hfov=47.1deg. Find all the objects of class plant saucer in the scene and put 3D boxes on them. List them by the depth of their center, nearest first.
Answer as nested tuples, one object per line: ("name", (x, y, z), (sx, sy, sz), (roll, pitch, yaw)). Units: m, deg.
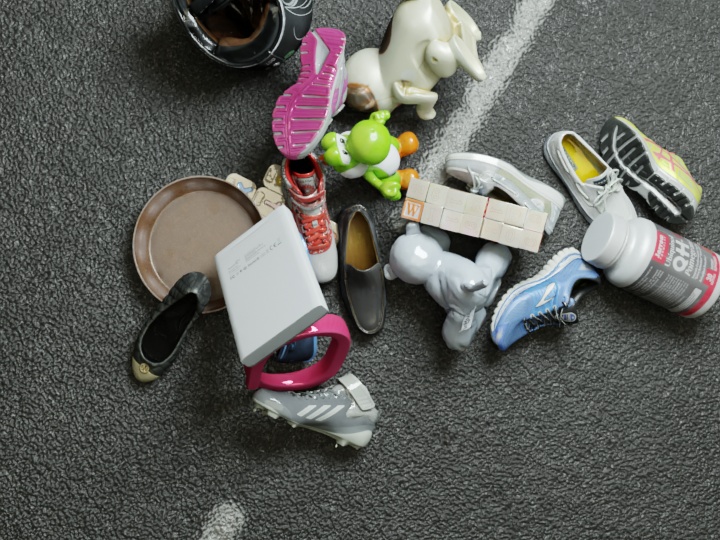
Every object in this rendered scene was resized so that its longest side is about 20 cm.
("plant saucer", (-0.234, -0.037, 1.218), (0.198, 0.034, 0.202), (0, 85, 0))

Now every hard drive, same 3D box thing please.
("hard drive", (-0.125, 0.017, 1.112), (0.131, 0.201, 0.027), (-35, 136, 12))

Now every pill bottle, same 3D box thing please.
("pill bottle", (0.441, -0.013, 1.257), (0.199, 0.111, 0.112), (23, 85, -13))

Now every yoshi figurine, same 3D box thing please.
("yoshi figurine", (0.029, -0.166, 1.179), (0.112, 0.199, 0.112), (44, 112, 26))

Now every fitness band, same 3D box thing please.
("fitness band", (-0.089, 0.122, 1.158), (0.142, 0.200, 0.038), (-6, 61, -19))

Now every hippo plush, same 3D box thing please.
("hippo plush", (0.113, 0.019, 1.214), (0.160, 0.200, 0.160), (26, 116, 14))

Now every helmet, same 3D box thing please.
("helmet", (-0.161, -0.388, 1.177), (0.198, 0.191, 0.202), (3, 119, 6))

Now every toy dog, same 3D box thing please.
("toy dog", (0.059, -0.302, 1.210), (0.193, 0.199, 0.141), (29, 42, -40))

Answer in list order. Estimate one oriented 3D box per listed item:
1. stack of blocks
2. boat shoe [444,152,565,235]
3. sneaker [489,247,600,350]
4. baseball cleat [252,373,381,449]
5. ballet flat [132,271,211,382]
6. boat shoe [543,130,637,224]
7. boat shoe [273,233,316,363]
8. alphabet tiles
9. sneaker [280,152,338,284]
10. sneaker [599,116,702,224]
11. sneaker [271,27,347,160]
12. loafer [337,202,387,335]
("stack of blocks", (0.169, -0.080, 1.202), (0.198, 0.115, 0.059), (17, 97, 12))
("boat shoe", (0.217, -0.122, 1.268), (0.201, 0.074, 0.065), (25, 80, -12))
("sneaker", (0.280, 0.053, 1.246), (0.200, 0.079, 0.089), (-40, 51, -7))
("baseball cleat", (-0.060, 0.189, 1.206), (0.199, 0.070, 0.107), (27, 86, -30))
("ballet flat", (-0.277, 0.083, 1.177), (0.066, 0.057, 0.201), (32, 112, -4))
("boat shoe", (0.369, -0.136, 1.277), (0.074, 0.086, 0.203), (-37, 94, -6))
("boat shoe", (-0.103, 0.044, 1.190), (0.068, 0.084, 0.202), (-11, 104, -21))
("alphabet tiles", (-0.136, -0.055, 1.250), (0.194, 0.015, 0.201), (27, 84, -5))
("sneaker", (-0.075, -0.079, 1.197), (0.067, 0.108, 0.203), (-12, 88, -7))
("sneaker", (0.460, -0.165, 1.306), (0.090, 0.078, 0.200), (-33, 82, -38))
("sneaker", (-0.060, -0.238, 1.169), (0.081, 0.088, 0.201), (14, 71, 18))
("loafer", (0.000, 0.000, 1.229), (0.072, 0.072, 0.202), (-11, 93, -1))
